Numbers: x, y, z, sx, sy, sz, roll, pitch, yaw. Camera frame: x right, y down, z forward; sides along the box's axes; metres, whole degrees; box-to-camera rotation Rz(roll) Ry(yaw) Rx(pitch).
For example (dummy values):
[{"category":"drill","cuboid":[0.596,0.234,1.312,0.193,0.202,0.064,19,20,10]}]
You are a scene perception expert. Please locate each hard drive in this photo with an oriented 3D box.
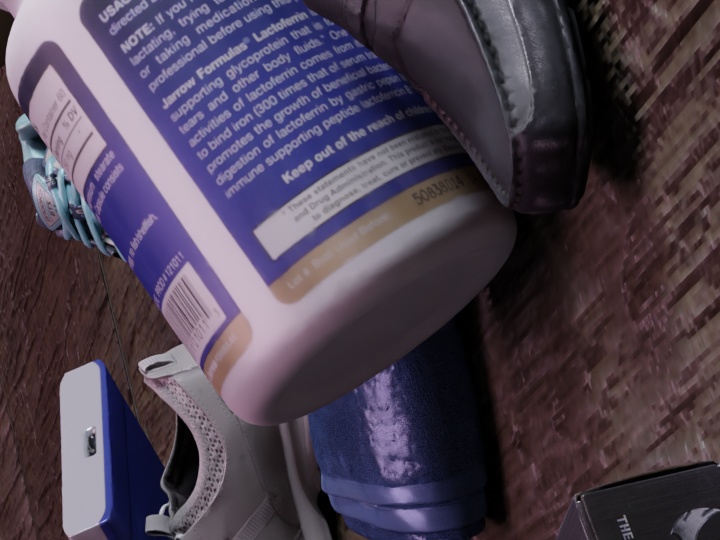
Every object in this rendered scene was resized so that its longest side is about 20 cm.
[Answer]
[{"category":"hard drive","cuboid":[-0.082,0.154,1.313,0.132,0.025,0.200,-102,-13,-60]}]

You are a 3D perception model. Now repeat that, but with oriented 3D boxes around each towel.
[{"category":"towel","cuboid":[0.000,0.000,1.055,0.112,0.048,0.201,-176,76,-73]}]

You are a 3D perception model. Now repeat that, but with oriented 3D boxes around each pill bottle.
[{"category":"pill bottle","cuboid":[-0.047,-0.059,0.957,0.200,0.115,0.116,55,158,12]}]

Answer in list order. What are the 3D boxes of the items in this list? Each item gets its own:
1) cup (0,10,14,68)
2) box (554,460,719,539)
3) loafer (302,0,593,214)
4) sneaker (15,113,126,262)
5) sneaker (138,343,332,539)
[{"category":"cup","cuboid":[-0.263,-0.182,1.654,0.143,0.200,0.201,55,-170,-55]},{"category":"box","cuboid":[0.100,0.180,0.824,0.159,0.048,0.201,103,152,-57]},{"category":"loafer","cuboid":[0.016,-0.089,0.894,0.068,0.070,0.201,95,158,-45]},{"category":"sneaker","cuboid":[-0.111,-0.029,1.356,0.200,0.086,0.078,-128,30,-59]},{"category":"sneaker","cuboid":[-0.057,0.116,1.268,0.075,0.082,0.201,-148,49,-69]}]
